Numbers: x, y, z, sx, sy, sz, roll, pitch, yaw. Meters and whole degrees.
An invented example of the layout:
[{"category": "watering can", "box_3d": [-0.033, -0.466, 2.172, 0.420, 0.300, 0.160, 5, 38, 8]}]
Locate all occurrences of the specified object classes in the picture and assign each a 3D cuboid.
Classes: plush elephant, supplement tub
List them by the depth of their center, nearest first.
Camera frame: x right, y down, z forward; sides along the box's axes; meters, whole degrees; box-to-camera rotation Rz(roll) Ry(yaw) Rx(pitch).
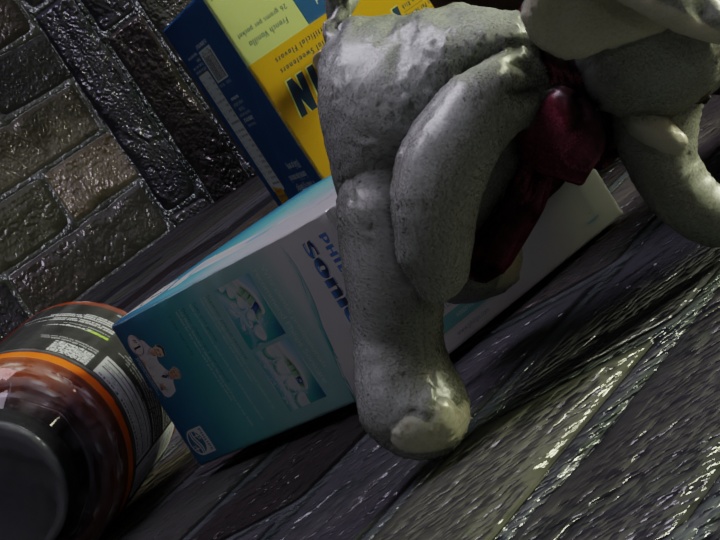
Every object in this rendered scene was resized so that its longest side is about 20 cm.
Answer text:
[{"category": "plush elephant", "box_3d": [0.071, -0.057, 0.854, 0.154, 0.201, 0.165, -8, 16, 15]}, {"category": "supplement tub", "box_3d": [-0.158, 0.085, 1.206, 0.107, 0.107, 0.200, -33, 5, 12]}]

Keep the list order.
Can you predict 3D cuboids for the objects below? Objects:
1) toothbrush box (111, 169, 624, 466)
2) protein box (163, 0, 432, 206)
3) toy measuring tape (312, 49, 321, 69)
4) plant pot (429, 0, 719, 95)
[{"category": "toothbrush box", "box_3d": [0.000, 0.000, 1.114, 0.146, 0.086, 0.200, -37, 5, -37]}, {"category": "protein box", "box_3d": [-0.004, -0.111, 1.492, 0.135, 0.201, 0.198, -35, 5, -10]}, {"category": "toy measuring tape", "box_3d": [0.057, -0.079, 1.330, 0.199, 0.074, 0.073, 17, 41, 39]}, {"category": "plant pot", "box_3d": [0.149, -0.148, 0.979, 0.187, 0.188, 0.200, -36, 38, -19]}]
